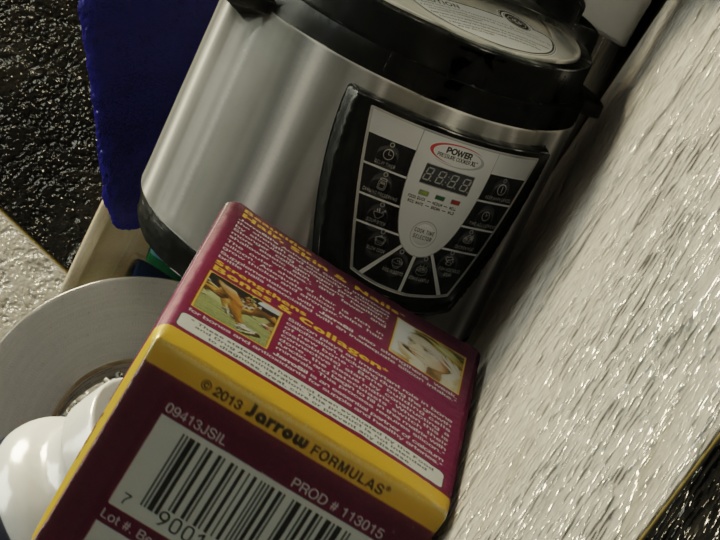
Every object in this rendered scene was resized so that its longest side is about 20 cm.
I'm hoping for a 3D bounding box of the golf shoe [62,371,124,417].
[{"bbox_3d":[-0.093,0.087,1.480,0.200,0.095,0.078,-39,26,0],"label":"golf shoe"}]

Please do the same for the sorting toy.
[{"bbox_3d":[-0.069,0.014,1.618,0.185,0.199,0.037,128,157,-66],"label":"sorting toy"}]

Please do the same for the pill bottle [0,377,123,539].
[{"bbox_3d":[-0.164,0.145,1.387,0.200,0.116,0.116,-38,13,27],"label":"pill bottle"}]

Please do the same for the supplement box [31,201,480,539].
[{"bbox_3d":[-0.036,0.068,1.091,0.103,0.131,0.200,-58,2,17],"label":"supplement box"}]

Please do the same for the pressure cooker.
[{"bbox_3d":[0.006,-0.077,1.245,0.200,0.178,0.176,-64,-14,17],"label":"pressure cooker"}]

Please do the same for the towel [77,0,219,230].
[{"bbox_3d":[-0.035,-0.099,1.352,0.050,0.199,0.148,-103,7,-69],"label":"towel"}]

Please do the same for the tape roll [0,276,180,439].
[{"bbox_3d":[-0.128,0.107,1.566,0.201,0.200,0.066,-60,1,-10],"label":"tape roll"}]

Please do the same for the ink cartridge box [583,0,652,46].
[{"bbox_3d":[0.147,-0.223,1.367,0.200,0.084,0.145,-58,3,12],"label":"ink cartridge box"}]
